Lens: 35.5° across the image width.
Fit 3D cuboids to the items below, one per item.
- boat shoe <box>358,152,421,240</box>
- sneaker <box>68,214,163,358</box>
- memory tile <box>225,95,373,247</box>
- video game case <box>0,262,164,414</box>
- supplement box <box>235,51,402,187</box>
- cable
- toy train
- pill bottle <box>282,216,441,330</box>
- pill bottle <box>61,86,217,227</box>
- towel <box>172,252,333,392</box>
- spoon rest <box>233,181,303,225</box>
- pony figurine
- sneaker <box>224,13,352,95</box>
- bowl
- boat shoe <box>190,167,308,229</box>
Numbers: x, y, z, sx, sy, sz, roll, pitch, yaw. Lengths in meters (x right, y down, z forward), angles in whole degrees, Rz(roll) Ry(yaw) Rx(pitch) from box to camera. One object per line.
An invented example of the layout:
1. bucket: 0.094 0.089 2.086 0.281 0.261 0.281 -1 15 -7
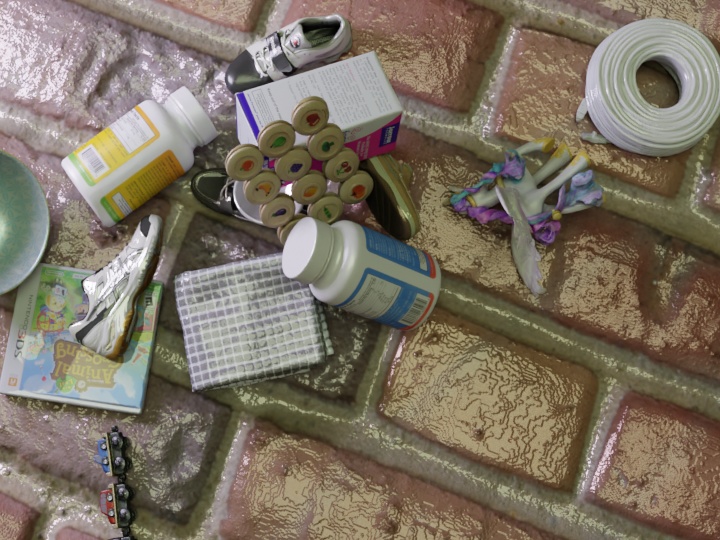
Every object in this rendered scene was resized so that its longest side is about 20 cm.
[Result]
1. boat shoe: 0.041 -0.125 1.542 0.075 0.072 0.201 -15 54 -24
2. sneaker: -0.328 0.011 1.504 0.086 0.076 0.203 20 79 2
3. memory tile: -0.075 -0.120 1.435 0.152 0.201 0.017 -33 49 2
4. video game case: -0.380 0.091 1.538 0.196 0.022 0.185 8 80 -1
5. supplement box: -0.055 -0.196 1.481 0.197 0.102 0.104 -21 68 -13
6. cable: 0.421 -0.264 1.609 0.197 0.069 0.203 15 80 1
7. toy train: -0.325 0.310 1.497 0.045 0.034 0.204 -9 81 9
8. pill bottle: 0.000 0.000 1.483 0.198 0.112 0.114 22 78 -30
9. pill bottle: -0.298 -0.161 1.541 0.199 0.111 0.112 -37 83 -8
10. towel: -0.145 0.066 1.520 0.196 0.086 0.168 -13 81 -5
11. spoon rest: -0.110 -0.146 1.536 0.098 0.061 0.202 14 57 2
12. pony figurine: 0.231 -0.089 1.545 0.198 0.168 0.194 -26 50 -3
13. sneaker: -0.105 -0.314 1.589 0.198 0.089 0.075 -28 83 -5
14. bowl: -0.529 -0.067 1.504 0.198 0.107 0.204 -5 98 -39
15. boat shoe: -0.144 -0.099 1.563 0.197 0.057 0.068 21 80 1
